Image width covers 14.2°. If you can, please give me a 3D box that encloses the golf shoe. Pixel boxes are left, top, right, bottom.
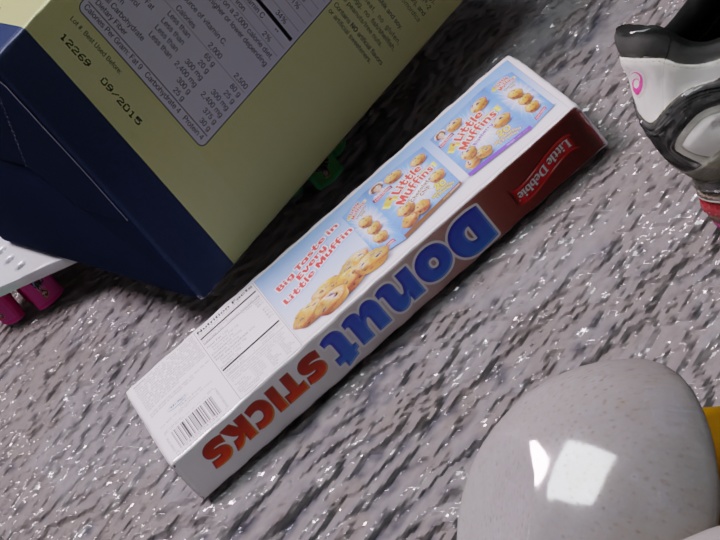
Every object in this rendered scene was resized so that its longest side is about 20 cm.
[{"bbox_3d":[0.168,-0.109,0.964,0.200,0.092,0.072,-47,27,-16],"label":"golf shoe"}]

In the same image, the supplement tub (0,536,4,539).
[{"bbox_3d":[-0.204,0.113,0.989,0.144,0.200,0.145,-30,30,19],"label":"supplement tub"}]

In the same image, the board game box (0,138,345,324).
[{"bbox_3d":[-0.071,-0.076,1.290,0.199,0.026,0.201,-22,33,31],"label":"board game box"}]

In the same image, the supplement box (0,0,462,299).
[{"bbox_3d":[-0.086,-0.118,1.195,0.200,0.134,0.200,-49,29,-15],"label":"supplement box"}]

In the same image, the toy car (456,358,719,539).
[{"bbox_3d":[0.110,0.118,0.662,0.200,0.174,0.151,-127,53,-62],"label":"toy car"}]

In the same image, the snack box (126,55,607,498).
[{"bbox_3d":[0.000,0.000,1.088,0.200,0.024,0.072,-41,26,-1],"label":"snack box"}]
